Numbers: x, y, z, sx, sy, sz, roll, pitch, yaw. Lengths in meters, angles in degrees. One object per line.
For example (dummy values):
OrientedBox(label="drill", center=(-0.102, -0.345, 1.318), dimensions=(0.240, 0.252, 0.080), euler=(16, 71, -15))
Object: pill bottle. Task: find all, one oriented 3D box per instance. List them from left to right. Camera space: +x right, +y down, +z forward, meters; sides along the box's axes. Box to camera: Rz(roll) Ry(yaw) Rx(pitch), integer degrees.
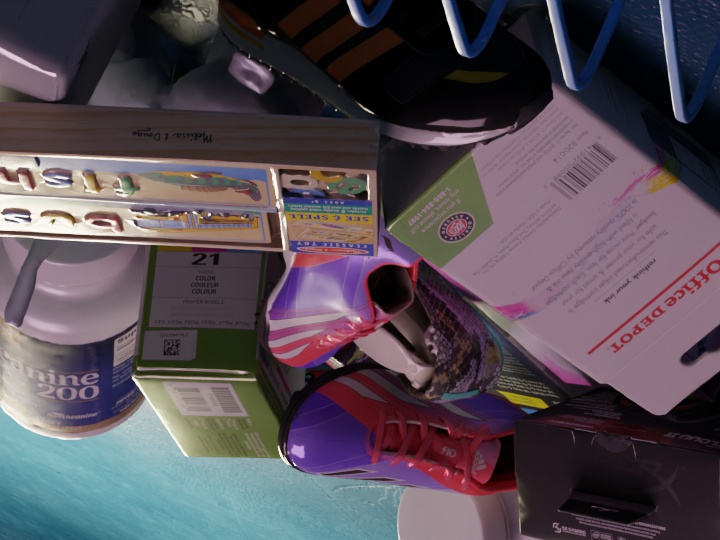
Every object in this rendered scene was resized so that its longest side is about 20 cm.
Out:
OrientedBox(label="pill bottle", center=(-0.175, 0.012, 1.458), dimensions=(0.111, 0.111, 0.200), euler=(22, 150, 6))
OrientedBox(label="pill bottle", center=(0.126, 0.162, 1.606), dimensions=(0.199, 0.113, 0.112), euler=(-4, -176, -40))

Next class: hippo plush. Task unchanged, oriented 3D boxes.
OrientedBox(label="hippo plush", center=(-0.107, -0.095, 1.276), dimensions=(0.160, 0.200, 0.160), euler=(-8, 117, 26))

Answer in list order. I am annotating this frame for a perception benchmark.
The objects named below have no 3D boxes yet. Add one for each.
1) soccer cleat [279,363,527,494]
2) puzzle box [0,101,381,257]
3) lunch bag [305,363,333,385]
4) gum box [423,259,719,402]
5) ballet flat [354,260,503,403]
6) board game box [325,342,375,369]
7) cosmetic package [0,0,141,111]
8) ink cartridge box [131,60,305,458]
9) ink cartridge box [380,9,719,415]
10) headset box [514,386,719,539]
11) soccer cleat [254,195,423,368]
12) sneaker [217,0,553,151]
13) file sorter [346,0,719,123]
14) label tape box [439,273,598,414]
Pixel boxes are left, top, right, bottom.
OrientedBox(label="soccer cleat", center=(0.038, 0.100, 1.424), dimensions=(0.199, 0.069, 0.073), euler=(8, -165, -45))
OrientedBox(label="puzzle box", center=(-0.089, -0.041, 1.115), dimensions=(0.199, 0.026, 0.133), euler=(3, 164, 2))
OrientedBox(label="lunch bag", center=(0.034, 0.089, 1.719), dimensions=(0.199, 0.094, 0.151), euler=(13, 159, 5))
OrientedBox(label="gum box", center=(0.115, -0.005, 1.353), dimensions=(0.113, 0.066, 0.200), euler=(6, 154, 47))
OrientedBox(label="ballet flat", center=(0.000, 0.000, 1.398), dimensions=(0.200, 0.072, 0.072), euler=(48, 170, 20))
OrientedBox(label="board game box", center=(-0.073, 0.005, 1.581), dimensions=(0.200, 0.032, 0.120), euler=(36, 179, 15))
OrientedBox(label="cosmetic package", center=(-0.197, -0.173, 1.123), dimensions=(0.199, 0.168, 0.166), euler=(26, 161, -2))
OrientedBox(label="ink cartridge box", center=(-0.076, -0.005, 1.437), dimensions=(0.075, 0.201, 0.148), euler=(1, 158, 9))
OrientedBox(label="ink cartridge box", center=(0.118, -0.024, 1.206), dimensions=(0.200, 0.067, 0.117), euler=(35, 116, -28))
OrientedBox(label="headset box", center=(0.194, 0.111, 1.391), dimensions=(0.148, 0.075, 0.200), euler=(7, -164, 42))
OrientedBox(label="soccer cleat", center=(-0.007, 0.012, 1.281), dimensions=(0.073, 0.068, 0.200), euler=(40, 153, 12))
OrientedBox(label="sneaker", center=(0.001, -0.126, 1.118), dimensions=(0.200, 0.070, 0.090), euler=(28, 144, 35))
OrientedBox(label="file sorter", center=(0.055, -0.155, 0.920), dimensions=(0.199, 0.123, 0.139), euler=(18, 162, 18))
OrientedBox(label="label tape box", center=(0.074, 0.033, 1.520), dimensions=(0.144, 0.064, 0.200), euler=(9, 156, 43))
